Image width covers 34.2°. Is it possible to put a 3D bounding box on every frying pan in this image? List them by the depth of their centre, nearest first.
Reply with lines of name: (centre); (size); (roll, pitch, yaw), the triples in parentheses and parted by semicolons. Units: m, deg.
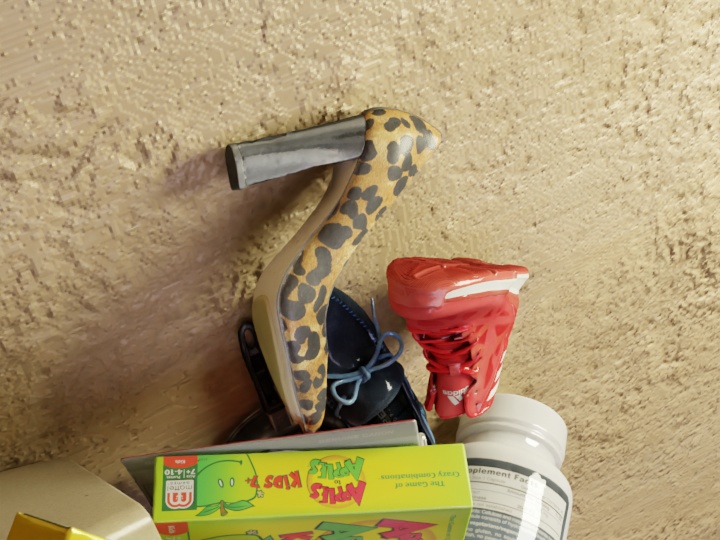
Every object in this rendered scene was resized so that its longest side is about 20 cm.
frying pan: (-0.048, 0.111, 0.880); (0.115, 0.031, 0.190); (-9, 132, -29)

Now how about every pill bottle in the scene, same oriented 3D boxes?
pill bottle: (0.105, 0.205, 0.926); (0.119, 0.200, 0.120); (12, 143, 9)

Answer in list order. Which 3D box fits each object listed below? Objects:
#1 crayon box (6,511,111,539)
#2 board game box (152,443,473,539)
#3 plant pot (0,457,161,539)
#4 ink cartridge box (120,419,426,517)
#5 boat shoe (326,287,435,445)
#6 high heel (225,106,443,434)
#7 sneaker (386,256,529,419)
crayon box: (-0.129, 0.248, 0.649); (0.200, 0.058, 0.173); (35, 64, -42)
board game box: (-0.032, 0.163, 0.776); (0.199, 0.048, 0.102); (-2, 142, -5)
plant pot: (-0.209, 0.233, 0.732); (0.177, 0.200, 0.200); (-31, 114, -29)
ink cartridge box: (-0.050, 0.145, 0.823); (0.199, 0.044, 0.174); (-8, 141, 4)
boat shoe: (0.007, 0.075, 0.843); (0.084, 0.069, 0.200); (-49, 132, -6)
high heel: (0.000, 0.000, 0.752); (0.142, 0.071, 0.201); (-14, 106, -17)
sneaker: (0.069, 0.051, 0.798); (0.200, 0.078, 0.116); (-2, 99, -64)
